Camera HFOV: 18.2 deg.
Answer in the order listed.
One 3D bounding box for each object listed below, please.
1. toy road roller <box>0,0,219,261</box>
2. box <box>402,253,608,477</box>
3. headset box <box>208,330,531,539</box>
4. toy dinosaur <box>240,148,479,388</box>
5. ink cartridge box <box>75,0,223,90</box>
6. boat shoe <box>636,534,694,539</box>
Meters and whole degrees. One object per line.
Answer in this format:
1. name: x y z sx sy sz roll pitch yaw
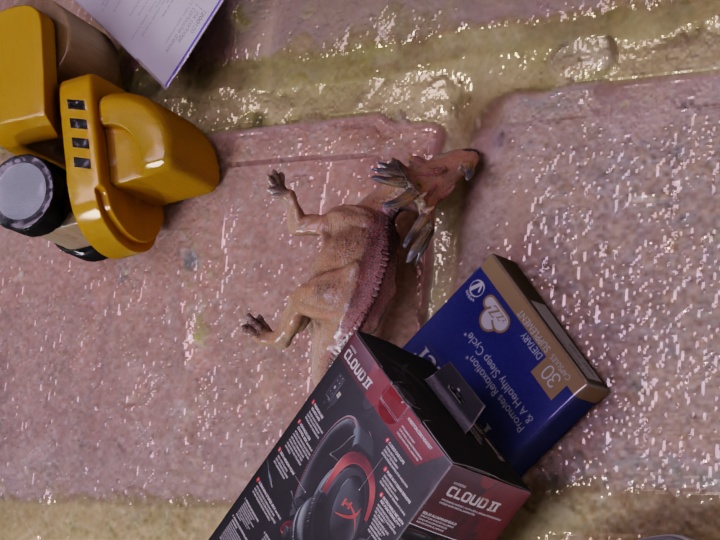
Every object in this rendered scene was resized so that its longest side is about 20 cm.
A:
1. toy road roller: -0.188 -0.107 1.668 0.146 0.123 0.201 -13 73 20
2. box: 0.058 0.101 1.482 0.200 0.032 0.121 -48 56 19
3. headset box: 0.008 0.148 1.422 0.200 0.075 0.149 -56 39 14
4. toy dinosaur: 0.000 0.000 1.503 0.135 0.086 0.201 -3 69 44
5. ink cartridge box: -0.138 -0.262 1.709 0.200 0.043 0.198 45 107 37
6. boat shoe: 0.123 0.215 1.383 0.202 0.065 0.075 -24 65 31
